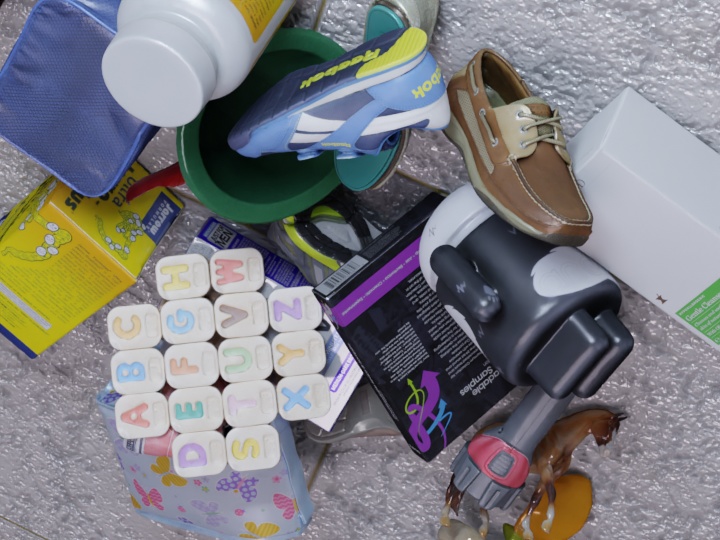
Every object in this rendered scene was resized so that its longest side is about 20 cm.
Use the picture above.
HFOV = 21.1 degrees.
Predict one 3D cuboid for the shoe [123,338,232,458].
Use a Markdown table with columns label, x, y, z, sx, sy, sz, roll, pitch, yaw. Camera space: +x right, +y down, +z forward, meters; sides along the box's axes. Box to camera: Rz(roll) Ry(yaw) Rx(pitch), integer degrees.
| label | x | y | z | sx | sy | sz | roll | pitch | yaw |
| --- | --- | --- | --- | --- | --- | --- | --- | --- | --- |
| shoe | -0.154 | 0.113 | 1.825 | 0.091 | 0.200 | 0.072 | 16 | 124 | 2 |

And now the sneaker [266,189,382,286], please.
| label | x | y | z | sx | sy | sz | roll | pitch | yaw |
| --- | --- | --- | --- | --- | --- | --- | --- | --- | --- |
| sneaker | 0.000 | 0.000 | 1.739 | 0.200 | 0.074 | 0.081 | 43 | 153 | -14 |

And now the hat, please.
| label | x | y | z | sx | sy | sz | roll | pitch | yaw |
| --- | --- | --- | --- | --- | --- | --- | --- | --- | --- |
| hat | -0.114 | -0.141 | 1.667 | 0.176 | 0.199 | 0.166 | 40 | 153 | 58 |

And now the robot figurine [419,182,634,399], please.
| label | x | y | z | sx | sy | sz | roll | pitch | yaw |
| --- | --- | --- | --- | --- | --- | --- | --- | --- | --- |
| robot figurine | 0.133 | 0.016 | 1.593 | 0.200 | 0.125 | 0.150 | 51 | 168 | 27 |

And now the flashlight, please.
| label | x | y | z | sx | sy | sz | roll | pitch | yaw |
| --- | --- | --- | --- | --- | --- | --- | --- | --- | --- |
| flashlight | 0.158 | 0.122 | 1.719 | 0.068 | 0.068 | 0.200 | 12 | 120 | -45 |

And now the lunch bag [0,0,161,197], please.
| label | x | y | z | sx | sy | sz | roll | pitch | yaw |
| --- | --- | --- | --- | --- | --- | --- | --- | --- | --- |
| lunch bag | -0.214 | -0.171 | 1.626 | 0.136 | 0.132 | 0.200 | 37 | 132 | -4 |

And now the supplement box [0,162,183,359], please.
| label | x | y | z | sx | sy | sz | roll | pitch | yaw |
| --- | --- | --- | --- | --- | --- | --- | --- | --- | --- |
| supplement box | -0.278 | -0.021 | 1.822 | 0.109 | 0.109 | 0.200 | 42 | 135 | -15 |

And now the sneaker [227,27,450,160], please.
| label | x | y | z | sx | sy | sz | roll | pitch | yaw |
| --- | --- | --- | --- | --- | --- | --- | --- | --- | --- |
| sneaker | -0.018 | -0.119 | 1.518 | 0.199 | 0.074 | 0.082 | -16 | 122 | 34 |

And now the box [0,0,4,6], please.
| label | x | y | z | sx | sy | sz | roll | pitch | yaw |
| --- | --- | --- | --- | --- | --- | --- | --- | --- | --- |
| box | -0.366 | -0.275 | 1.580 | 0.164 | 0.166 | 0.200 | 37 | 138 | -8 |

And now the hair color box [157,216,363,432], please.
| label | x | y | z | sx | sy | sz | roll | pitch | yaw |
| --- | --- | --- | --- | --- | --- | --- | --- | --- | --- |
| hair color box | -0.085 | 0.050 | 1.798 | 0.199 | 0.065 | 0.110 | 30 | 113 | 0 |

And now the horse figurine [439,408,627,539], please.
| label | x | y | z | sx | sy | sz | roll | pitch | yaw |
| --- | --- | --- | --- | --- | --- | --- | --- | --- | --- |
| horse figurine | 0.146 | 0.187 | 1.808 | 0.050 | 0.133 | 0.199 | 35 | 154 | -33 |

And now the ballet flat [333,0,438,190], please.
| label | x | y | z | sx | sy | sz | roll | pitch | yaw |
| --- | --- | --- | --- | --- | --- | --- | --- | --- | --- |
| ballet flat | 0.028 | -0.148 | 1.570 | 0.067 | 0.062 | 0.201 | 36 | 138 | 19 |

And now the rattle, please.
| label | x | y | z | sx | sy | sz | roll | pitch | yaw |
| --- | --- | --- | --- | --- | --- | --- | --- | --- | --- |
| rattle | 0.148 | 0.263 | 1.936 | 0.130 | 0.143 | 0.200 | 22 | 171 | 6 |

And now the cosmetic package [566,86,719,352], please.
| label | x | y | z | sx | sy | sz | roll | pitch | yaw |
| --- | --- | --- | --- | --- | --- | --- | --- | --- | --- |
| cosmetic package | 0.252 | -0.040 | 1.546 | 0.200 | 0.085 | 0.108 | 34 | 139 | -8 |

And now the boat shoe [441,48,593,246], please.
| label | x | y | z | sx | sy | sz | roll | pitch | yaw |
| --- | --- | --- | --- | --- | --- | --- | --- | --- | --- |
| boat shoe | 0.121 | -0.100 | 1.499 | 0.075 | 0.200 | 0.074 | 2 | 128 | -35 |

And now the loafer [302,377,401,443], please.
| label | x | y | z | sx | sy | sz | roll | pitch | yaw |
| --- | --- | --- | --- | --- | --- | --- | --- | --- | --- |
| loafer | 0.036 | 0.127 | 1.846 | 0.199 | 0.072 | 0.063 | -12 | 166 | 37 |

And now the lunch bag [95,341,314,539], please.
| label | x | y | z | sx | sy | sz | roll | pitch | yaw |
| --- | --- | --- | --- | --- | --- | --- | --- | --- | --- |
| lunch bag | -0.141 | 0.174 | 1.930 | 0.199 | 0.127 | 0.170 | 12 | 134 | 32 |

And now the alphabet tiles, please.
| label | x | y | z | sx | sy | sz | roll | pitch | yaw |
| --- | --- | --- | --- | --- | --- | --- | --- | --- | --- |
| alphabet tiles | -0.127 | 0.082 | 1.737 | 0.194 | 0.201 | 0.015 | -5 | 178 | -2 |

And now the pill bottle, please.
| label | x | y | z | sx | sy | sz | roll | pitch | yaw |
| --- | --- | --- | --- | --- | --- | --- | --- | --- | --- |
| pill bottle | -0.120 | -0.203 | 1.495 | 0.112 | 0.200 | 0.113 | 15 | 136 | 14 |

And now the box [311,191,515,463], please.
| label | x | y | z | sx | sy | sz | roll | pitch | yaw |
| --- | --- | --- | --- | --- | --- | --- | --- | --- | --- |
| box | 0.062 | 0.052 | 1.698 | 0.036 | 0.143 | 0.200 | 28 | 153 | 59 |
